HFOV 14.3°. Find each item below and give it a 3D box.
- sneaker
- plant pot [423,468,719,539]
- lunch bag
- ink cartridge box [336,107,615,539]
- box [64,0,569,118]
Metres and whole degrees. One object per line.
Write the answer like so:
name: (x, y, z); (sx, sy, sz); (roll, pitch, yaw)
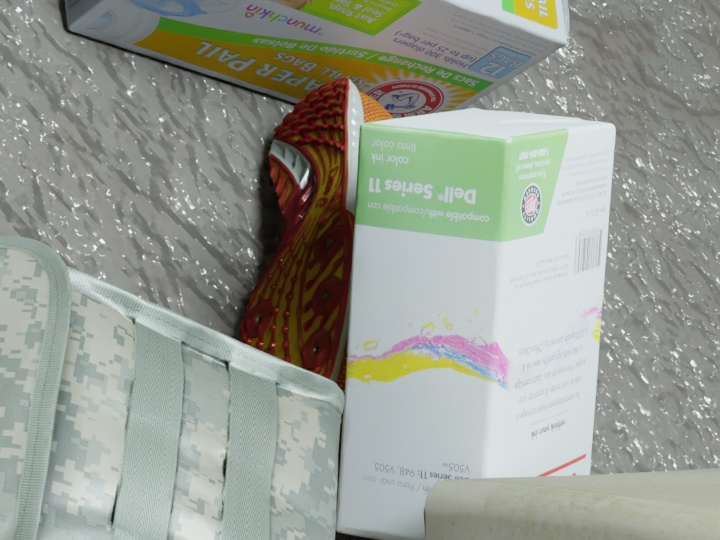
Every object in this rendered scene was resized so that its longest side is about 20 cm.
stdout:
sneaker: (0.000, 0.000, 1.181); (0.077, 0.073, 0.200); (39, 38, -24)
plant pot: (0.159, 0.168, 1.042); (0.199, 0.177, 0.201); (2, 82, -46)
lunch bag: (-0.113, 0.085, 0.946); (0.199, 0.118, 0.164); (25, 41, -20)
ink cartridge box: (0.045, 0.041, 1.127); (0.117, 0.067, 0.201); (-12, 107, -64)
box: (-0.019, -0.144, 1.247); (0.199, 0.112, 0.102); (15, 58, -37)
